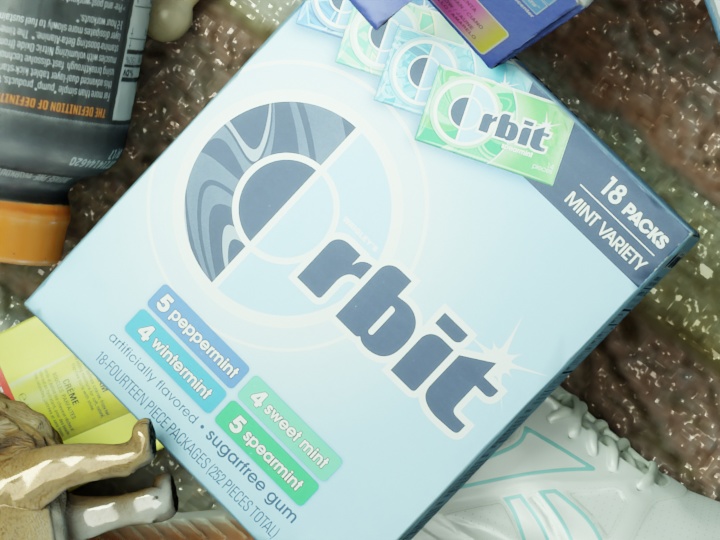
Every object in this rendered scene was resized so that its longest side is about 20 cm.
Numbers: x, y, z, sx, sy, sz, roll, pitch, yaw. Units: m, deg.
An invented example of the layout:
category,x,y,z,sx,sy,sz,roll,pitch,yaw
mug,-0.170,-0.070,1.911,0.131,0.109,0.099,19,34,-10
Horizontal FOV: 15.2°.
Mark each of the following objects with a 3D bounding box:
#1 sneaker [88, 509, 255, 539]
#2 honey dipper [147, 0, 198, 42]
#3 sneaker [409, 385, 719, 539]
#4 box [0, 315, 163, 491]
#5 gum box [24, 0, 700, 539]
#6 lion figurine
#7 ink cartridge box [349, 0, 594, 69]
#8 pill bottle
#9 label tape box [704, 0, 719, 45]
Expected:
category,x,y,z,sx,sy,sz,roll,pitch,yaw
sneaker,-0.070,0.146,1.100,0.199,0.071,0.080,6,133,-4
honey dipper,-0.018,-0.166,1.083,0.200,0.038,0.038,-43,86,11
sneaker,0.078,0.083,1.066,0.200,0.070,0.081,11,92,9
box,-0.070,0.028,1.096,0.200,0.050,0.075,-24,89,10
gum box,0.000,0.000,1.034,0.170,0.045,0.200,45,96,8
lion figurine,-0.128,0.125,1.008,0.122,0.073,0.200,-11,55,4
ink cartridge box,0.058,-0.172,0.989,0.136,0.076,0.200,47,59,-6
pill bottle,-0.136,-0.105,1.071,0.106,0.106,0.201,12,95,8
label tape box,0.183,-0.041,1.002,0.066,0.143,0.201,-21,90,10
